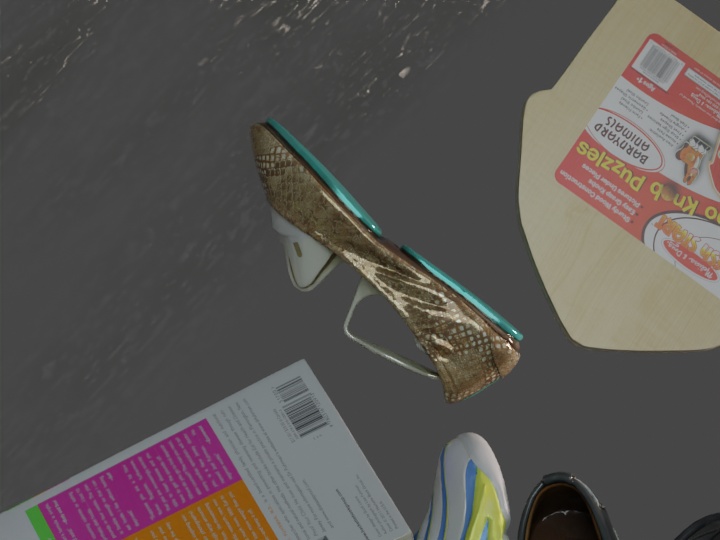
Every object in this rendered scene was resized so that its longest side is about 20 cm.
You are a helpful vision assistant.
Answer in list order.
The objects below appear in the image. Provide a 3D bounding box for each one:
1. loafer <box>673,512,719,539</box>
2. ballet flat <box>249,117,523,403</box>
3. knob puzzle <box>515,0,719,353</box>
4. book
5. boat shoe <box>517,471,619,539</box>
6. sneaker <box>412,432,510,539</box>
[{"bbox_3d":[0.156,0.211,1.364,0.073,0.072,0.200,40,79,0],"label":"loafer"},{"bbox_3d":[0.000,0.000,1.388,0.200,0.071,0.065,41,92,5],"label":"ballet flat"},{"bbox_3d":[0.174,-0.039,1.431,0.218,0.030,0.221,1,80,-8],"label":"knob puzzle"},{"bbox_3d":[-0.088,0.143,1.338,0.199,0.048,0.134,-26,55,-10],"label":"book"},{"bbox_3d":[0.111,0.202,1.311,0.071,0.068,0.201,-4,53,6],"label":"boat shoe"},{"bbox_3d":[0.027,0.188,1.351,0.104,0.076,0.201,1,81,-6],"label":"sneaker"}]
